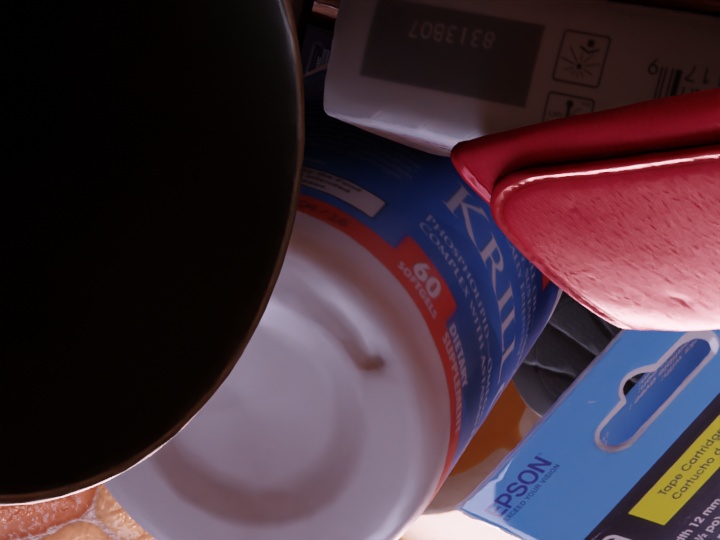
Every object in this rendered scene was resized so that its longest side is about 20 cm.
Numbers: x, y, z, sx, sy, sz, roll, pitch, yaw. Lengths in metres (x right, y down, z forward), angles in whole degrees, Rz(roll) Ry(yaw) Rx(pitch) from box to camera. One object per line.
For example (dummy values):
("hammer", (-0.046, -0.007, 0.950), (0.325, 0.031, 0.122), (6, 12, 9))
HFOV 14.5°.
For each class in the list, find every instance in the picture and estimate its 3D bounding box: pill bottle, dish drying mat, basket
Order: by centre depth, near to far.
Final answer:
("basket", (-0.139, -0.050, 0.571), (0.199, 0.137, 0.180), (17, 169, 33))
("dish drying mat", (0.106, -0.014, 0.639), (0.077, 0.018, 0.199), (42, 152, -28))
("pill bottle", (0.000, 0.000, 0.839), (0.111, 0.113, 0.200), (12, -154, 14))

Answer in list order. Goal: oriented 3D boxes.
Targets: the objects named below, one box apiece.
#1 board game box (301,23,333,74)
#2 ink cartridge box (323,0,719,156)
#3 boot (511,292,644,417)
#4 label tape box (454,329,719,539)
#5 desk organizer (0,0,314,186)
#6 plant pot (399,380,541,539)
("board game box", (-0.095, -0.073, 0.993), (0.165, 0.057, 0.199), (16, 178, -42))
("ink cartridge box", (0.106, -0.034, 0.778), (0.162, 0.057, 0.200), (12, 175, 29))
("boot", (0.155, -0.004, 1.012), (0.199, 0.074, 0.151), (-15, -168, 12))
("label tape box", (0.142, 0.039, 0.886), (0.199, 0.143, 0.066), (21, -147, -29))
("desk organizer", (-0.051, -0.053, 0.724), (0.071, 0.078, 0.200), (13, 180, -1))
("plant pot", (0.049, 0.039, 1.182), (0.199, 0.202, 0.183), (12, -179, 19))
